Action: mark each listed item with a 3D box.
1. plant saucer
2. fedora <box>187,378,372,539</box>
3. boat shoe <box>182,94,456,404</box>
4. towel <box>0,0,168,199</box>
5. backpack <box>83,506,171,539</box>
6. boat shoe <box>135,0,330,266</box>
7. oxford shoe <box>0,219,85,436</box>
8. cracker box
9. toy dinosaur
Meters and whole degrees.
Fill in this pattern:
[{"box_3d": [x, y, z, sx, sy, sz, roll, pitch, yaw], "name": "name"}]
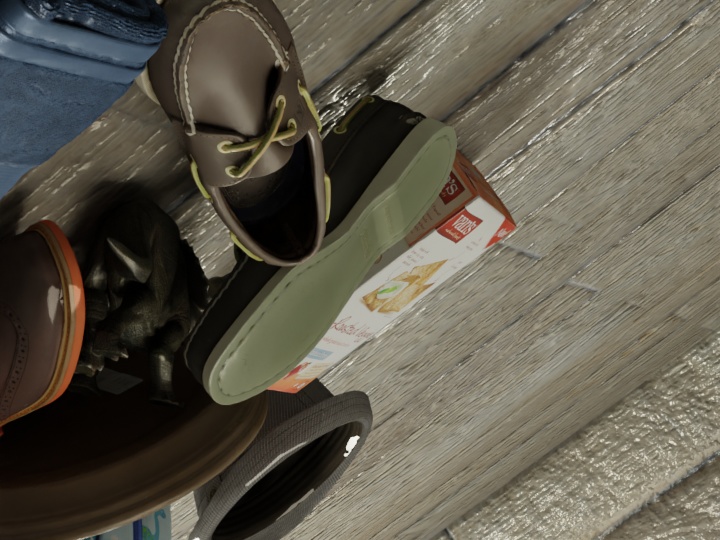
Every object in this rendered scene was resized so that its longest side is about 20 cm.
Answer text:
[{"box_3d": [-0.148, 0.088, 0.908, 0.198, 0.030, 0.200, -15, -160, 5], "name": "plant saucer"}, {"box_3d": [-0.081, 0.138, 1.274, 0.176, 0.091, 0.201, -25, 156, -36], "name": "fedora"}, {"box_3d": [-0.029, -0.014, 0.872, 0.201, 0.060, 0.072, -47, 153, -26], "name": "boat shoe"}, {"box_3d": [-0.168, -0.045, 0.612, 0.200, 0.049, 0.111, -40, 164, 17], "name": "towel"}, {"box_3d": [-0.191, 0.205, 1.050, 0.162, 0.153, 0.202, -1, -119, 53], "name": "backpack"}, {"box_3d": [-0.051, -0.065, 0.741, 0.071, 0.060, 0.201, -32, 156, -10], "name": "boat shoe"}, {"box_3d": [-0.195, 0.047, 0.799, 0.072, 0.072, 0.200, -12, 154, -43], "name": "oxford shoe"}, {"box_3d": [0.000, 0.000, 1.090, 0.199, 0.058, 0.134, -38, 165, 9], "name": "cracker box"}, {"box_3d": [-0.116, 0.008, 0.847, 0.076, 0.104, 0.200, 4, 158, 15], "name": "toy dinosaur"}]
